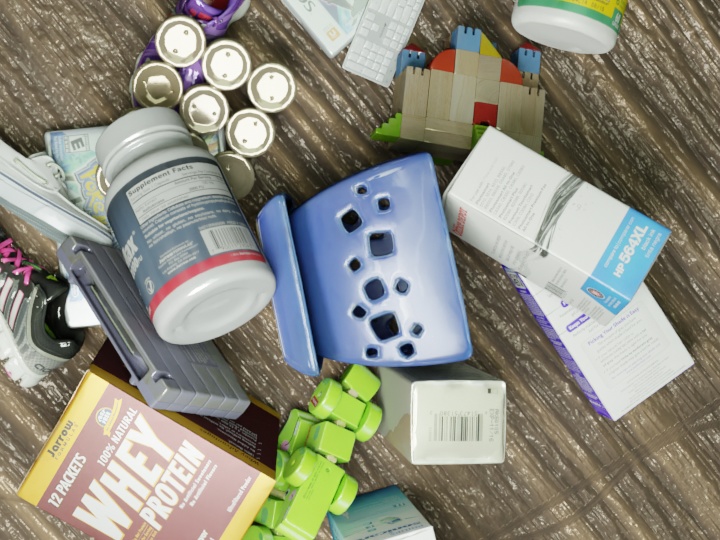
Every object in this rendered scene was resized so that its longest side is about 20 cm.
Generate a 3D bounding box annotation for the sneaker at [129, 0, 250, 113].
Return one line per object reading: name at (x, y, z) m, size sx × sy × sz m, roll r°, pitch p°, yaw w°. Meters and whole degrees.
sneaker at (-0.172, -0.239, 1.277) m, size 0.080 × 0.083 × 0.201 m, roll 26°, pitch 88°, yaw -1°

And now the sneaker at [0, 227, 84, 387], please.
sneaker at (-0.333, 0.012, 1.259) m, size 0.087 × 0.074 × 0.201 m, roll -20°, pitch 100°, yaw 14°

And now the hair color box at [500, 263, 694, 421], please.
hair color box at (0.250, 0.044, 1.355) m, size 0.109 × 0.065 × 0.201 m, roll -34°, pitch 97°, yaw -5°

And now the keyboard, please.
keyboard at (0.043, -0.293, 1.320) m, size 0.056 × 0.011 × 0.201 m, roll 19°, pitch 99°, yaw -26°

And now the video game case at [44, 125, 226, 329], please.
video game case at (-0.220, -0.050, 1.308) m, size 0.181 × 0.022 × 0.202 m, roll -6°, pitch 92°, yaw -8°

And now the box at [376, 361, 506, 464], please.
box at (0.075, 0.136, 1.264) m, size 0.094 × 0.200 × 0.078 m, roll 0°, pitch 91°, yaw -7°

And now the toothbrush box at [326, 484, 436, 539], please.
toothbrush box at (0.031, 0.309, 1.264) m, size 0.085 × 0.200 × 0.148 m, roll -15°, pitch 93°, yaw -7°

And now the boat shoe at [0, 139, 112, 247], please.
boat shoe at (-0.320, -0.086, 1.247) m, size 0.199 × 0.074 × 0.067 m, roll 32°, pitch 75°, yaw -10°

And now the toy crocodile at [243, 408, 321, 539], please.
toy crocodile at (-0.086, 0.241, 1.319) m, size 0.067 × 0.061 × 0.202 m, roll 17°, pitch 87°, yaw -44°

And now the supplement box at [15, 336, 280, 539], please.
supplement box at (-0.192, 0.173, 1.219) m, size 0.196 × 0.200 × 0.133 m, roll 31°, pitch 98°, yaw -7°

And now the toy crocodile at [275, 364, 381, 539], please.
toy crocodile at (-0.033, 0.178, 1.279) m, size 0.067 × 0.062 × 0.201 m, roll 30°, pitch 62°, yaw -18°

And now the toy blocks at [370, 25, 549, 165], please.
toy blocks at (0.112, -0.185, 1.321) m, size 0.198 × 0.100 × 0.138 m, roll 8°, pitch 80°, yaw -12°

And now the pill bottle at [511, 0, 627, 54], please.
pill bottle at (0.233, -0.335, 1.317) m, size 0.112 × 0.113 × 0.202 m, roll 16°, pitch 89°, yaw -8°

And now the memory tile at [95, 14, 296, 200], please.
memory tile at (-0.164, -0.137, 1.266) m, size 0.152 × 0.017 × 0.201 m, roll 24°, pitch 104°, yaw -13°

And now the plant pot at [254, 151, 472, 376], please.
plant pot at (0.000, 0.000, 1.257) m, size 0.178 × 0.200 × 0.202 m, roll -12°, pitch 93°, yaw 0°

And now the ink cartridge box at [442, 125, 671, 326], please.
ink cartridge box at (0.183, -0.041, 1.243) m, size 0.199 × 0.146 × 0.085 m, roll 32°, pitch 82°, yaw 7°

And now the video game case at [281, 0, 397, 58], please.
video game case at (-0.015, -0.354, 1.327) m, size 0.200 × 0.023 × 0.182 m, roll -42°, pitch 97°, yaw -5°

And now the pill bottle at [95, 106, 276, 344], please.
pill bottle at (-0.169, -0.045, 1.184) m, size 0.119 × 0.120 × 0.201 m, roll -25°, pitch 68°, yaw -6°

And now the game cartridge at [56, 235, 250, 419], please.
game cartridge at (-0.194, 0.056, 1.200) m, size 0.038 × 0.129 × 0.200 m, roll -45°, pitch 59°, yaw 12°
